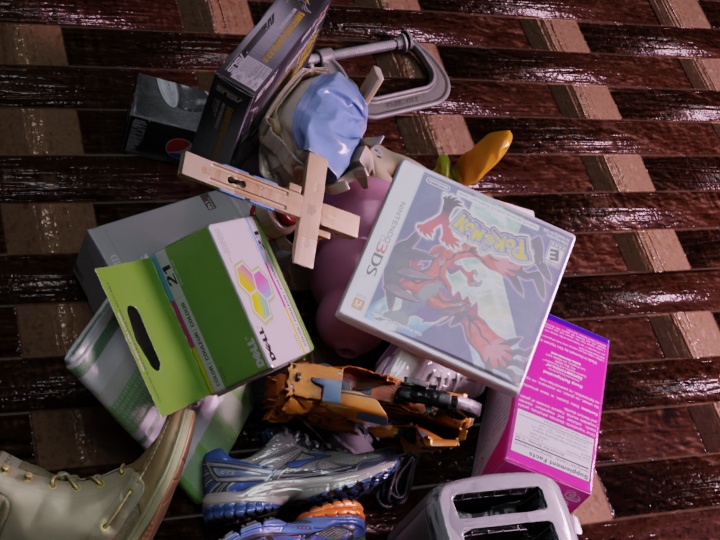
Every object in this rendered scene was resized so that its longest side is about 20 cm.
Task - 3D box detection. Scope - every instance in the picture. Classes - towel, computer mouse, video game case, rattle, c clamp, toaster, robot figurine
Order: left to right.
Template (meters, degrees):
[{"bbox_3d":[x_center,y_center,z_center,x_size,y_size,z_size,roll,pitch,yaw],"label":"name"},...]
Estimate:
[{"bbox_3d":[-0.185,0.104,1.236,0.201,0.031,0.150,54,44,-28],"label":"towel"},{"bbox_3d":[-0.005,0.134,1.329,0.200,0.046,0.141,38,48,-3],"label":"computer mouse"},{"bbox_3d":[0.015,-0.265,1.658,0.199,0.027,0.172,-10,60,-28],"label":"c clamp"},{"bbox_3d":[0.013,0.130,1.224,0.198,0.145,0.059,13,75,-13],"label":"robot figurine"},{"bbox_3d":[0.048,-0.143,1.501,0.199,0.143,0.130,37,42,3],"label":"rattle"},{"bbox_3d":[0.098,0.005,1.313,0.199,0.023,0.183,24,71,-2],"label":"video game case"},{"bbox_3d":[0.112,0.264,1.241,0.198,0.129,0.114,0,55,-23],"label":"toaster"}]

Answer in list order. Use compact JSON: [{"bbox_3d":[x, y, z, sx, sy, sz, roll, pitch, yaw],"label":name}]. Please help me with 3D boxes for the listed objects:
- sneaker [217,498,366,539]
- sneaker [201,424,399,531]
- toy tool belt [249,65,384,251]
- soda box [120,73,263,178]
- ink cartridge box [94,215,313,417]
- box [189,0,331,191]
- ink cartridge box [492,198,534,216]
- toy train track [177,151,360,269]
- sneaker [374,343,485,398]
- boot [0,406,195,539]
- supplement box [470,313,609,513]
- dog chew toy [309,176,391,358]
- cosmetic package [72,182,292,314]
[{"bbox_3d":[-0.072,0.271,1.197,0.199,0.075,0.079,-12,64,-28],"label":"sneaker"},{"bbox_3d":[-0.058,0.183,1.241,0.198,0.077,0.086,-9,70,-20],"label":"sneaker"},{"bbox_3d":[-0.040,-0.127,1.348,0.125,0.122,0.201,44,43,-31],"label":"toy tool belt"},{"bbox_3d":[-0.166,-0.155,1.477,0.198,0.063,0.071,14,51,-14],"label":"soda box"},{"bbox_3d":[-0.137,0.038,1.194,0.149,0.075,0.200,66,21,2],"label":"ink cartridge box"},{"bbox_3d":[-0.108,-0.200,1.388,0.048,0.159,0.201,29,49,2],"label":"box"},{"bbox_3d":[0.145,-0.013,1.433,0.199,0.067,0.118,10,66,-51],"label":"ink cartridge box"},{"bbox_3d":[-0.091,-0.068,1.259,0.199,0.032,0.116,20,68,-31],"label":"toy train track"},{"bbox_3d":[0.084,0.098,1.361,0.100,0.075,0.200,46,33,11],"label":"sneaker"},{"bbox_3d":[-0.246,0.187,1.147,0.154,0.073,0.201,26,85,2],"label":"boot"},{"bbox_3d":[0.188,0.157,1.371,0.103,0.101,0.201,23,50,-6],"label":"supplement box"},{"bbox_3d":[0.000,0.000,1.400,0.123,0.125,0.201,16,58,-12],"label":"dog chew toy"},{"bbox_3d":[-0.184,-0.008,1.346,0.199,0.090,0.107,-21,69,-37],"label":"cosmetic package"}]
